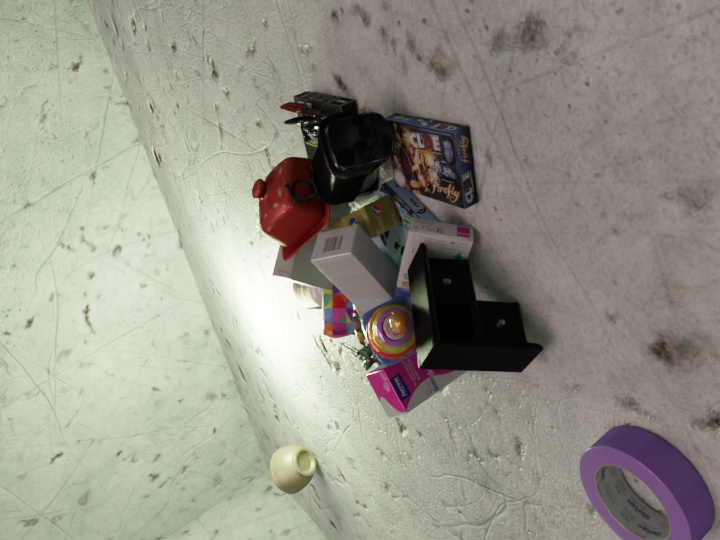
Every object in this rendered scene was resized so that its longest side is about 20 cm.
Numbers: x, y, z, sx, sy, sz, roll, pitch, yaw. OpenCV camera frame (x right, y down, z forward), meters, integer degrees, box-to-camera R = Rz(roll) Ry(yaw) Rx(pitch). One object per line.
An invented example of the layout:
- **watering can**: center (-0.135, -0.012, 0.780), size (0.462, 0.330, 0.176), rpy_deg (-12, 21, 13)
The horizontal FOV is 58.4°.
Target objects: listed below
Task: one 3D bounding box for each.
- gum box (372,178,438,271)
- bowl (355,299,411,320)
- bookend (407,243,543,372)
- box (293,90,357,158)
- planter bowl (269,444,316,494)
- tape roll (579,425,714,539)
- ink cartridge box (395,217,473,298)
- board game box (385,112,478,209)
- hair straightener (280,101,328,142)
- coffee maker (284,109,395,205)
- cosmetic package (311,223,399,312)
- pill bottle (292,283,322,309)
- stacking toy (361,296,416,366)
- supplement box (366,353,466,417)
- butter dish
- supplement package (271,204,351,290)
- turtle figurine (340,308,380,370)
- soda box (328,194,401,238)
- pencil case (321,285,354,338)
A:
- **gum box**: center (0.095, -0.059, 1.323), size (0.170, 0.044, 0.202), rpy_deg (49, 152, 28)
- **bowl**: center (0.060, 0.078, 1.492), size (0.199, 0.074, 0.203), rpy_deg (-2, 112, 62)
- **bookend**: center (0.196, 0.068, 1.141), size (0.093, 0.195, 0.202), rpy_deg (112, 159, -54)
- **box**: center (-0.062, -0.282, 1.407), size (0.199, 0.047, 0.196), rpy_deg (29, 140, 49)
- **planter bowl**: center (-0.272, 0.843, 2.778), size (0.134, 0.199, 0.203), rpy_deg (-34, 84, 38)
- **tape roll**: center (0.448, 0.352, 1.023), size (0.200, 0.065, 0.202), rpy_deg (44, 150, 34)
- **ink cartridge box**: center (0.135, -0.012, 1.220), size (0.117, 0.043, 0.202), rpy_deg (10, 139, 1)
- **board game box**: center (0.122, -0.198, 1.146), size (0.199, 0.034, 0.138), rpy_deg (28, 137, 51)
- **hair straightener**: center (-0.104, -0.312, 1.375), size (0.198, 0.041, 0.078), rpy_deg (22, 132, 48)
- **coffee maker**: center (-0.038, -0.196, 1.208), size (0.135, 0.191, 0.200), rpy_deg (50, 170, 3)
- **cosmetic package**: center (0.000, 0.000, 1.291), size (0.100, 0.072, 0.200), rpy_deg (-9, 142, 32)
- **pill bottle**: center (-0.100, 0.046, 1.723), size (0.199, 0.112, 0.115), rpy_deg (-9, 107, 64)
- **stacking toy**: center (0.064, 0.107, 1.189), size (0.200, 0.108, 0.118), rpy_deg (96, 148, -81)
- **supplement box**: center (0.126, 0.207, 1.342), size (0.102, 0.198, 0.103), rpy_deg (59, 155, 3)
- **butter dish**: center (-0.166, -0.156, 1.392), size (0.199, 0.146, 0.204), rpy_deg (-34, 50, 44)
- **supplement package**: center (-0.116, -0.067, 1.525), size (0.116, 0.116, 0.204), rpy_deg (5, 80, 60)
- **turtle figurine**: center (0.004, 0.183, 1.675), size (0.202, 0.100, 0.150), rpy_deg (60, 174, -31)
- **soda box**: center (0.005, -0.095, 1.331), size (0.065, 0.067, 0.199), rpy_deg (65, 156, -4)
- **pencil case**: center (-0.054, 0.064, 1.585), size (0.088, 0.087, 0.205), rpy_deg (-6, 81, 63)
